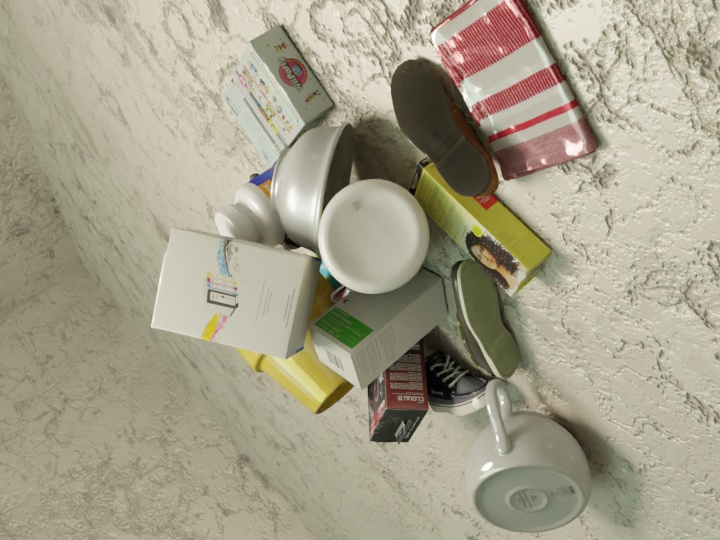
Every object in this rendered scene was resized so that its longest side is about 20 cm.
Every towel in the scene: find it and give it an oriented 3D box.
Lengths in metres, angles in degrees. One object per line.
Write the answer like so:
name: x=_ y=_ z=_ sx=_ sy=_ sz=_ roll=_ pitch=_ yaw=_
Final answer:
towel: x=0.161 y=-0.200 z=0.819 sx=0.202 sy=0.023 sz=0.144 roll=59 pitch=153 yaw=-9

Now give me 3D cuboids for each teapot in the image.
teapot: x=0.242 y=0.277 z=1.117 sx=0.195 sy=0.147 sz=0.201 roll=16 pitch=130 yaw=-7

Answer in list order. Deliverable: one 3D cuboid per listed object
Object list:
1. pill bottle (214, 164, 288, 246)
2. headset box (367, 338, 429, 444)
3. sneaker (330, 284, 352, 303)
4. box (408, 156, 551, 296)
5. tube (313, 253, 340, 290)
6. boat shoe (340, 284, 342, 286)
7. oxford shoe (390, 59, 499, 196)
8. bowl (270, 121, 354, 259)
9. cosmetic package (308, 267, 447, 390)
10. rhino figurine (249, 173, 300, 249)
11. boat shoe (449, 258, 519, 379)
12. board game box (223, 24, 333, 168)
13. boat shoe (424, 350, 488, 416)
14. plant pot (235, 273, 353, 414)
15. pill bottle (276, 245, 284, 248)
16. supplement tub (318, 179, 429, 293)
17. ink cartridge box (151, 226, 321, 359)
pill bottle: x=-0.134 y=-0.110 z=1.229 sx=0.112 sy=0.199 sz=0.113 roll=39 pitch=151 yaw=27
headset box: x=0.059 y=0.188 z=1.268 sx=0.149 sy=0.074 sz=0.202 roll=108 pitch=164 yaw=-56
sneaker: x=0.000 y=0.000 z=1.230 sx=0.071 sy=0.112 sz=0.202 roll=30 pitch=145 yaw=43
box: x=0.149 y=-0.064 z=0.971 sx=0.200 sy=0.050 sz=0.076 roll=47 pitch=154 yaw=18
tube: x=-0.072 y=-0.056 z=1.373 sx=0.077 sy=0.050 sz=0.202 roll=-3 pitch=113 yaw=58
boat shoe: x=-0.007 y=-0.006 z=1.319 sx=0.066 sy=0.057 sz=0.201 roll=23 pitch=145 yaw=37
oxford shoe: x=0.101 y=-0.169 z=0.916 sx=0.071 sy=0.071 sz=0.202 roll=-38 pitch=71 yaw=26
bowl: x=-0.075 y=-0.122 z=1.095 sx=0.089 sy=0.203 sz=0.202 roll=11 pitch=143 yaw=6
cosmetic package: x=0.031 y=0.077 z=1.171 sx=0.107 sy=0.199 sz=0.086 roll=27 pitch=145 yaw=40
rhino figurine: x=-0.154 y=-0.113 z=1.367 sx=0.087 sy=0.060 sz=0.201 roll=25 pitch=-155 yaw=-49
boat shoe: x=0.165 y=0.070 z=1.078 sx=0.060 sy=0.072 sz=0.203 roll=10 pitch=132 yaw=50
board game box: x=-0.138 y=-0.270 z=1.201 sx=0.148 sy=0.064 sz=0.200 roll=55 pitch=156 yaw=-3
boat shoe: x=0.150 y=0.180 z=1.235 sx=0.094 sy=0.074 sz=0.200 roll=61 pitch=155 yaw=-1
plant pot: x=-0.087 y=0.133 z=1.300 sx=0.189 sy=0.200 sz=0.201 roll=47 pitch=153 yaw=14
pill bottle: x=-0.229 y=-0.002 z=1.625 sx=0.111 sy=0.110 sz=0.200 roll=49 pitch=153 yaw=10
supplement tub: x=0.022 y=-0.042 z=1.040 sx=0.146 sy=0.145 sz=0.200 roll=53 pitch=-177 yaw=3
ink cartridge box: x=-0.173 y=0.030 z=1.086 sx=0.197 sy=0.147 sz=0.147 roll=13 pitch=-179 yaw=5
